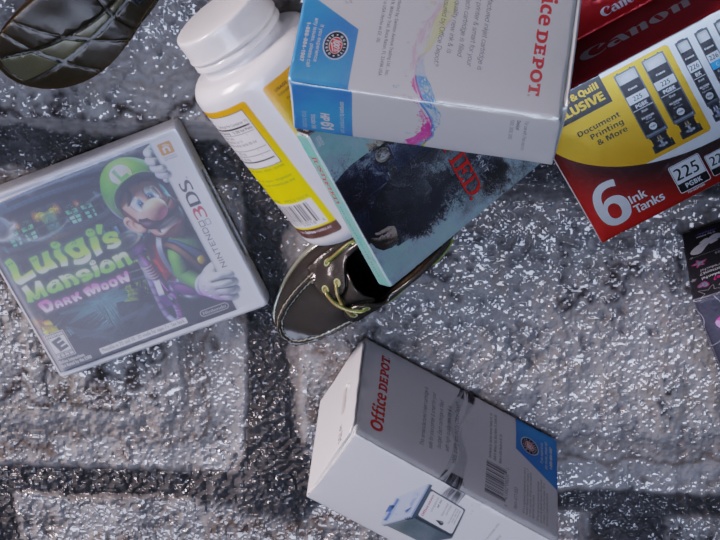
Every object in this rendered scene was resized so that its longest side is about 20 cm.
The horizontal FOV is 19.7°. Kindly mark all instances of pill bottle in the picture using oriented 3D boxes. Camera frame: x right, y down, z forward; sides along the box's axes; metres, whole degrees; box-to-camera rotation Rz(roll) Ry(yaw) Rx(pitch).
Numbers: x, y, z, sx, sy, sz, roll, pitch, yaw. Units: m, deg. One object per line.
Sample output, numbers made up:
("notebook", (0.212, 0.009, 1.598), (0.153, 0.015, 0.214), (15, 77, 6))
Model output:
("pill bottle", (-0.053, -0.124, 1.616), (0.109, 0.109, 0.200), (-30, 114, 18))

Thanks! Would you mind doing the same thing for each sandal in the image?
("sandal", (-0.201, -0.220, 1.608), (0.082, 0.055, 0.200), (38, 100, -23))

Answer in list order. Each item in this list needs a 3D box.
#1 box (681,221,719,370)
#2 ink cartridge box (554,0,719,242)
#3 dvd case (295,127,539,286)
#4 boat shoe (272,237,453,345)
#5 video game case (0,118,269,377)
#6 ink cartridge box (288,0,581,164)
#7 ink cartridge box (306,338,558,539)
("box", (0.355, 0.058, 1.690), (0.132, 0.115, 0.200), (-19, 116, 13))
("ink cartridge box", (0.228, -0.149, 1.588), (0.200, 0.084, 0.176), (-28, 115, 11))
("dvd case", (0.059, -0.103, 1.605), (0.200, 0.022, 0.146), (-39, 116, -22))
("boat shoe", (0.000, 0.000, 1.710), (0.072, 0.061, 0.201), (42, 113, -18))
("video game case", (-0.203, -0.015, 1.735), (0.200, 0.023, 0.182), (-19, 116, 14))
("ink cartridge box", (0.058, -0.168, 1.520), (0.200, 0.145, 0.085), (8, 157, 5))
("ink cartridge box", (0.064, 0.166, 1.750), (0.200, 0.147, 0.086), (28, 119, -11))
